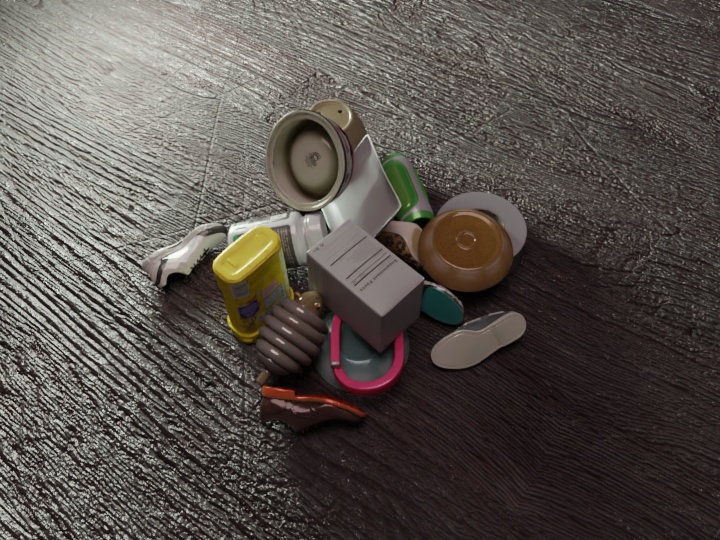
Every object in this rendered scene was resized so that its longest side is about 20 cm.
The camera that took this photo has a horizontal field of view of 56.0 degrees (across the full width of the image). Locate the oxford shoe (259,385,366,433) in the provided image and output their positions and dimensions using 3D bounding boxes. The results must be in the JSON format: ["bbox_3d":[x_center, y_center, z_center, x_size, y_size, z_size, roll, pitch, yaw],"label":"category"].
[{"bbox_3d":[-0.088,0.262,1.236,0.194,0.071,0.075,9,82,6],"label":"oxford shoe"}]

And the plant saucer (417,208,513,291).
[{"bbox_3d":[0.214,-0.054,1.374,0.194,0.036,0.205,-1,58,1],"label":"plant saucer"}]

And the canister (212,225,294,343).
[{"bbox_3d":[-0.204,0.028,1.317,0.086,0.202,0.148,34,61,25],"label":"canister"}]

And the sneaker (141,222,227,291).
[{"bbox_3d":[-0.366,-0.028,1.460,0.198,0.074,0.081,-34,73,-15],"label":"sneaker"}]

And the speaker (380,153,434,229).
[{"bbox_3d":[0.102,-0.167,1.518,0.086,0.089,0.203,-13,54,-7],"label":"speaker"}]

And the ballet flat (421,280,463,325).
[{"bbox_3d":[0.125,0.039,1.367,0.196,0.072,0.073,27,57,4],"label":"ballet flat"}]

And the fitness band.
[{"bbox_3d":[0.013,0.137,1.280,0.139,0.038,0.204,-1,54,2],"label":"fitness band"}]

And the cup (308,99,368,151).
[{"bbox_3d":[-0.064,-0.290,1.505,0.194,0.144,0.205,1,58,-1],"label":"cup"}]

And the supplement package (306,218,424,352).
[{"bbox_3d":[0.008,0.027,1.266,0.119,0.123,0.199,-38,62,-26],"label":"supplement package"}]

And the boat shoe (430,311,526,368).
[{"bbox_3d":[0.224,0.132,1.319,0.196,0.074,0.062,-23,11,-5],"label":"boat shoe"}]

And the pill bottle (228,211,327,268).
[{"bbox_3d":[-0.168,-0.059,1.420,0.194,0.114,0.115,-10,52,6],"label":"pill bottle"}]

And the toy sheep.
[{"bbox_3d":[-0.131,0.128,1.269,0.136,0.138,0.203,25,79,20],"label":"toy sheep"}]

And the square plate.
[{"bbox_3d":[0.000,-0.137,1.395,0.028,0.200,0.201,8,47,-39],"label":"square plate"}]

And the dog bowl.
[{"bbox_3d":[-0.099,-0.227,1.400,0.197,0.204,0.073,27,23,22],"label":"dog bowl"}]

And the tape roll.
[{"bbox_3d":[0.254,-0.072,1.452,0.194,0.067,0.204,-2,54,3],"label":"tape roll"}]

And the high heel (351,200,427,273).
[{"bbox_3d":[0.066,-0.055,1.451,0.201,0.141,0.072,49,51,-14],"label":"high heel"}]

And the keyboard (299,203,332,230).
[{"bbox_3d":[-0.035,-0.129,1.506,0.195,0.040,0.107,-18,89,10],"label":"keyboard"}]

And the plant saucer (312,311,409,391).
[{"bbox_3d":[-0.002,0.138,1.327,0.195,0.039,0.205,-1,53,2],"label":"plant saucer"}]
